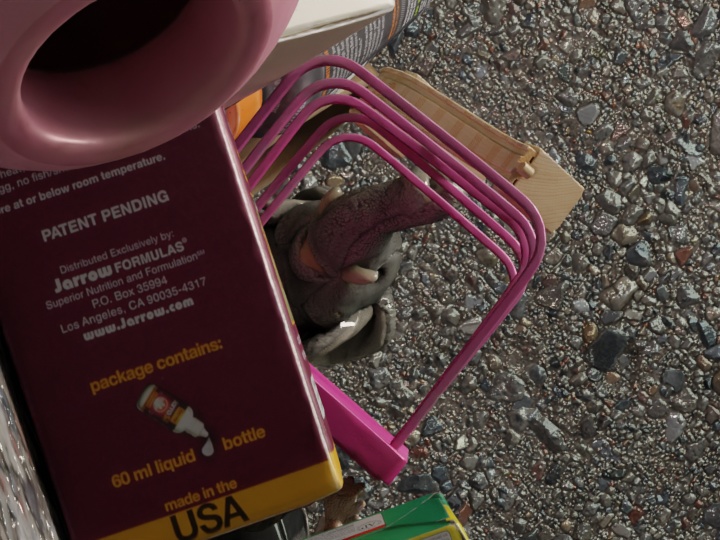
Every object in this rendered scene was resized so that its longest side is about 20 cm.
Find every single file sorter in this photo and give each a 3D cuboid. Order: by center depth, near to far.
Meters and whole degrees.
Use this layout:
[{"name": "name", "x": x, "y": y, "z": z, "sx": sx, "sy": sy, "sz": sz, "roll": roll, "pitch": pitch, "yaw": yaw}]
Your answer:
[{"name": "file sorter", "x": 0.000, "y": 0.000, "z": 0.781, "sx": 0.139, "sy": 0.126, "sz": 0.200, "roll": 40, "pitch": -2, "yaw": 4}]

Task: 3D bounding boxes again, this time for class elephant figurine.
[{"name": "elephant figurine", "x": -0.035, "y": 0.005, "z": 0.987, "sx": 0.155, "sy": 0.198, "sz": 0.143, "roll": -115, "pitch": -173, "yaw": -61}]

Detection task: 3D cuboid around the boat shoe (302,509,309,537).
[{"name": "boat shoe", "x": -0.054, "y": 0.196, "z": 1.131, "sx": 0.200, "sy": 0.056, "sz": 0.067, "roll": -121, "pitch": -167, "yaw": -75}]

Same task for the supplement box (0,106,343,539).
[{"name": "supplement box", "x": -0.077, "y": -0.016, "z": 0.562, "sx": 0.110, "sy": 0.085, "sz": 0.202, "roll": 170, "pitch": -98, "yaw": -86}]

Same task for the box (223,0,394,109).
[{"name": "box", "x": -0.075, "y": -0.102, "z": 0.689, "sx": 0.199, "sy": 0.068, "sz": 0.083, "roll": -18, "pitch": -90, "yaw": 55}]

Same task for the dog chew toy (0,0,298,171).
[{"name": "dog chew toy", "x": -0.092, "y": -0.123, "z": 0.407, "sx": 0.201, "sy": 0.124, "sz": 0.125, "roll": 61, "pitch": -7, "yaw": 24}]

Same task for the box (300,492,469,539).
[{"name": "box", "x": 0.007, "y": 0.186, "z": 0.556, "sx": 0.048, "sy": 0.116, "sz": 0.202, "roll": -130, "pitch": -157, "yaw": -83}]

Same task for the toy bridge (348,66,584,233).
[{"name": "toy bridge", "x": 0.037, "y": -0.067, "z": 0.827, "sx": 0.067, "sy": 0.027, "sz": 0.200, "roll": 39, "pitch": -2, "yaw": -25}]

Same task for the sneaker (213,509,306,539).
[{"name": "sneaker", "x": -0.063, "y": 0.145, "z": 1.015, "sx": 0.200, "sy": 0.072, "sz": 0.113, "roll": 31, "pitch": 43, "yaw": -82}]

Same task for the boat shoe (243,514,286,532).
[{"name": "boat shoe", "x": -0.075, "y": 0.069, "z": 0.831, "sx": 0.074, "sy": 0.075, "sz": 0.200, "roll": 51, "pitch": -5, "yaw": 23}]

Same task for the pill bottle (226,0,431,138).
[{"name": "pill bottle", "x": -0.044, "y": -0.147, "z": 1.000, "sx": 0.200, "sy": 0.105, "sz": 0.107, "roll": -46, "pitch": 129, "yaw": -42}]

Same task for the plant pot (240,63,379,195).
[{"name": "plant pot", "x": -0.112, "y": -0.136, "z": 1.144, "sx": 0.175, "sy": 0.199, "sz": 0.200, "roll": 54, "pitch": -4, "yaw": 2}]

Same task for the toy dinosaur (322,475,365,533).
[{"name": "toy dinosaur", "x": -0.024, "y": 0.180, "z": 0.687, "sx": 0.201, "sy": 0.085, "sz": 0.137, "roll": -104, "pitch": -175, "yaw": -54}]
